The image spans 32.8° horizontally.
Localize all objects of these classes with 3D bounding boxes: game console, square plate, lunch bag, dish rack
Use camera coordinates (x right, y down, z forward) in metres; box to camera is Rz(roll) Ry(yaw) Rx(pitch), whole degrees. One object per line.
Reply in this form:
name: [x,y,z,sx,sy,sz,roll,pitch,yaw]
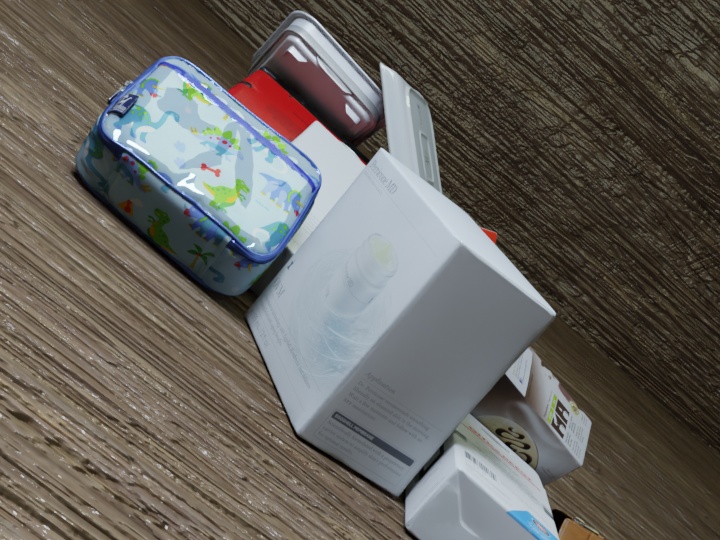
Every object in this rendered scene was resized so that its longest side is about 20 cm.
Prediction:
game console: [-0.082,-0.129,1.450,0.200,0.119,0.172,41,38,1]
square plate: [0.066,-0.130,1.430,0.200,0.028,0.201,6,77,-77]
lunch bag: [-0.140,-0.090,1.092,0.200,0.082,0.161,40,41,-5]
dish rack: [-0.060,-0.210,1.471,0.172,0.044,0.200,47,-25,-8]

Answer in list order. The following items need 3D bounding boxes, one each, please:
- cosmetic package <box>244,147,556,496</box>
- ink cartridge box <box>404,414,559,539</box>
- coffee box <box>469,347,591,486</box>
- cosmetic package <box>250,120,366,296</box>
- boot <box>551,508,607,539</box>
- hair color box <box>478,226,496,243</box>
cosmetic package: [0.024,0.037,1.024,0.123,0.200,0.200,36,10,-30]
ink cartridge box: [0.100,0.193,1.035,0.116,0.068,0.200,42,9,-4]
coffee box: [0.113,0.115,1.161,0.200,0.113,0.080,50,30,-11]
cosmetic package: [-0.067,-0.063,1.244,0.102,0.074,0.200,43,36,-1]
boot: [0.235,0.299,1.121,0.155,0.074,0.200,43,-3,-4]
hair color box: [0.078,-0.035,1.674,0.101,0.062,0.199,15,-7,-41]
